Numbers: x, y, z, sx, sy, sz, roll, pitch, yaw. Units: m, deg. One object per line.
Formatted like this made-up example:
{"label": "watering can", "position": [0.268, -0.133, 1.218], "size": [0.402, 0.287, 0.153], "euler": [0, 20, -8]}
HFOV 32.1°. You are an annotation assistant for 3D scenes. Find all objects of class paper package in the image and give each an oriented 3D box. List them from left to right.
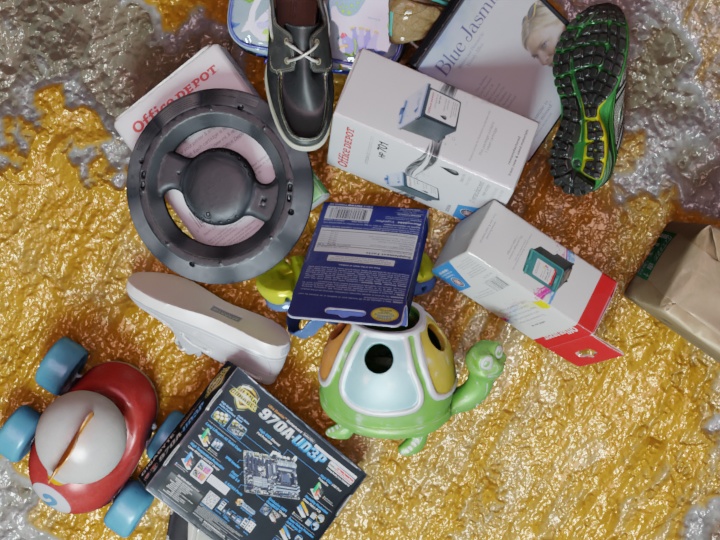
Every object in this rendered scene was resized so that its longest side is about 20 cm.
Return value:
{"label": "paper package", "position": [0.383, 0.039, 1.280], "size": [0.190, 0.200, 0.104], "euler": [35, 94, 0]}

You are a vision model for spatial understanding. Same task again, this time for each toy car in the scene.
{"label": "toy car", "position": [-0.299, 0.188, 1.324], "size": [0.183, 0.200, 0.178], "euler": [33, 94, 1]}

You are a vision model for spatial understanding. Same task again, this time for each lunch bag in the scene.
{"label": "lunch bag", "position": [-0.041, -0.294, 1.347], "size": [0.197, 0.082, 0.163], "euler": [10, 92, 3]}

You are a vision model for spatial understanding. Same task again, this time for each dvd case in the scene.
{"label": "dvd case", "position": [0.156, -0.222, 1.313], "size": [0.199, 0.018, 0.143], "euler": [33, 94, -37]}

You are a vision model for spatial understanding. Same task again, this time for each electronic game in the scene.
{"label": "electronic game", "position": [-0.146, -0.087, 1.297], "size": [0.197, 0.042, 0.203], "euler": [0, 93, 6]}

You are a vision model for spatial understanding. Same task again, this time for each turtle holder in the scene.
{"label": "turtle holder", "position": [0.044, 0.107, 1.311], "size": [0.184, 0.141, 0.133], "euler": [21, 127, 29]}

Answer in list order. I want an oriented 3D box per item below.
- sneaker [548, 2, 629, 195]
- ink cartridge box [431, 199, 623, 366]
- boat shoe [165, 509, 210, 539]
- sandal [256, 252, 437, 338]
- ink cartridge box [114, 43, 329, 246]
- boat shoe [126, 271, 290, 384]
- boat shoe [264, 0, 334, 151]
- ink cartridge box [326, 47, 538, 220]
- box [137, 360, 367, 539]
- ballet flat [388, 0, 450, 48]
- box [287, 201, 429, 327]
{"label": "sneaker", "position": [0.247, -0.184, 1.337], "size": [0.077, 0.085, 0.203], "euler": [14, 102, 26]}
{"label": "ink cartridge box", "position": [0.187, 0.018, 1.319], "size": [0.199, 0.116, 0.068], "euler": [33, 73, -8]}
{"label": "boat shoe", "position": [-0.188, 0.322, 1.395], "size": [0.073, 0.060, 0.203], "euler": [0, 100, -38]}
{"label": "sandal", "position": [-0.013, 0.022, 1.373], "size": [0.197, 0.080, 0.088], "euler": [-8, 128, -3]}
{"label": "ink cartridge box", "position": [-0.148, -0.121, 1.359], "size": [0.145, 0.084, 0.201], "euler": [-35, 90, 6]}
{"label": "boat shoe", "position": [-0.172, 0.065, 1.381], "size": [0.198, 0.072, 0.069], "euler": [21, 115, 5]}
{"label": "boat shoe", "position": [-0.064, -0.223, 1.261], "size": [0.071, 0.068, 0.203], "euler": [-3, 81, -1]}
{"label": "ink cartridge box", "position": [0.071, -0.134, 1.309], "size": [0.198, 0.147, 0.087], "euler": [21, 75, 2]}
{"label": "box", "position": [-0.114, 0.222, 1.346], "size": [0.200, 0.046, 0.160], "euler": [41, 81, -19]}
{"label": "ballet flat", "position": [0.107, -0.251, 1.322], "size": [0.198, 0.068, 0.073], "euler": [1, 117, -37]}
{"label": "box", "position": [0.000, 0.000, 1.305], "size": [0.119, 0.201, 0.033], "euler": [5, 127, 9]}
